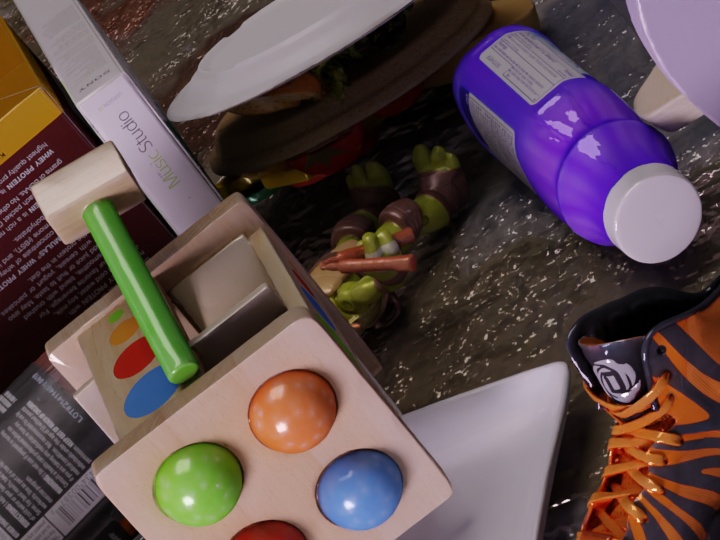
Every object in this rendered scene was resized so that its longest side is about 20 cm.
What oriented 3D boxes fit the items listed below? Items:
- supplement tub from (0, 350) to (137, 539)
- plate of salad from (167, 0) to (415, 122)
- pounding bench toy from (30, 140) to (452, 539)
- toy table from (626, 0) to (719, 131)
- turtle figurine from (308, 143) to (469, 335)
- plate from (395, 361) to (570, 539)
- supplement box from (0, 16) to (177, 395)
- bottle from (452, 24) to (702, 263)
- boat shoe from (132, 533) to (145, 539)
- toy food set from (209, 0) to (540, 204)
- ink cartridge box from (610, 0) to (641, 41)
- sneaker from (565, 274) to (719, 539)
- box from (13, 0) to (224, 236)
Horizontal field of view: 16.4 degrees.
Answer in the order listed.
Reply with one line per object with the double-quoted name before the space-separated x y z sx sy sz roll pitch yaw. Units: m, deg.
"supplement tub" -0.196 0.144 1.341 0.200 0.107 0.107 -46 30 -8
"plate of salad" -0.019 -0.130 1.401 0.200 0.048 0.200 -30 15 9
"pounding bench toy" -0.074 0.048 1.164 0.124 0.200 0.156 -37 29 3
"toy table" 0.198 -0.133 1.165 0.184 0.200 0.117 -48 25 9
"turtle figurine" 0.000 0.000 1.344 0.200 0.064 0.161 -30 17 49
"plate" 0.011 0.148 1.169 0.199 0.032 0.200 -22 35 30
"supplement box" -0.209 0.005 1.444 0.197 0.200 0.133 -40 29 1
"bottle" 0.112 -0.062 1.279 0.065 0.084 0.200 -40 29 0
"boat shoe" -0.128 0.184 1.258 0.069 0.057 0.200 3 52 51
"toy food set" -0.002 -0.106 1.478 0.200 0.049 0.198 -42 18 -32
"ink cartridge box" 0.233 -0.195 1.314 0.200 0.084 0.145 -43 30 -6
"sneaker" 0.113 0.083 1.056 0.077 0.112 0.200 5 52 52
"box" -0.127 -0.082 1.414 0.036 0.144 0.200 -36 29 1
